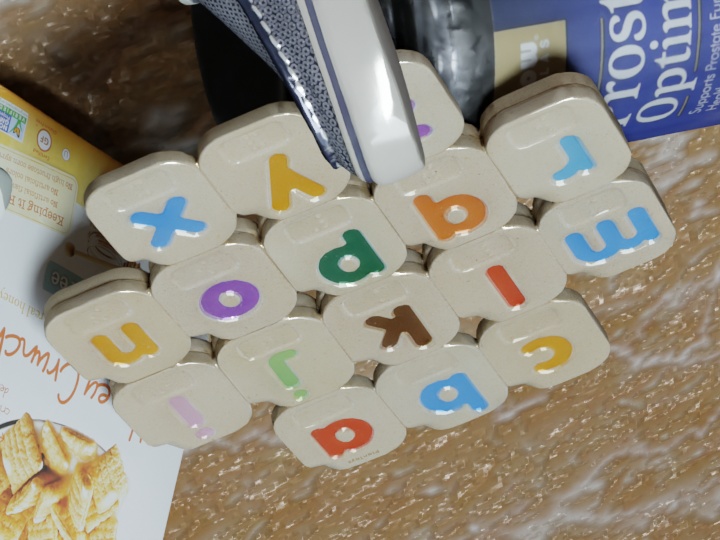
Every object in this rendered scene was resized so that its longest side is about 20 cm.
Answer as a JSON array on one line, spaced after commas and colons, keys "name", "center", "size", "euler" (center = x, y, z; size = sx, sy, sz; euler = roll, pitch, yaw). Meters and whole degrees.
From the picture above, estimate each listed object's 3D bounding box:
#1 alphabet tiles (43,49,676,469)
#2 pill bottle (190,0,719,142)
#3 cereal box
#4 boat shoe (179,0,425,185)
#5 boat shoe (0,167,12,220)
[{"name": "alphabet tiles", "center": [0.000, 0.000, 0.972], "size": [0.199, 0.015, 0.196], "euler": [-23, 142, 12]}, {"name": "pill bottle", "center": [0.050, -0.091, 0.982], "size": [0.199, 0.112, 0.112], "euler": [-12, 141, -21]}, {"name": "cereal box", "center": [-0.117, 0.055, 0.999], "size": [0.039, 0.201, 0.144], "euler": [-1, 159, 34]}, {"name": "boat shoe", "center": [-0.057, -0.105, 0.855], "size": [0.092, 0.201, 0.075], "euler": [-23, 176, 4]}, {"name": "boat shoe", "center": [-0.199, -0.023, 0.851], "size": [0.201, 0.074, 0.065], "euler": [15, 82, -32]}]
